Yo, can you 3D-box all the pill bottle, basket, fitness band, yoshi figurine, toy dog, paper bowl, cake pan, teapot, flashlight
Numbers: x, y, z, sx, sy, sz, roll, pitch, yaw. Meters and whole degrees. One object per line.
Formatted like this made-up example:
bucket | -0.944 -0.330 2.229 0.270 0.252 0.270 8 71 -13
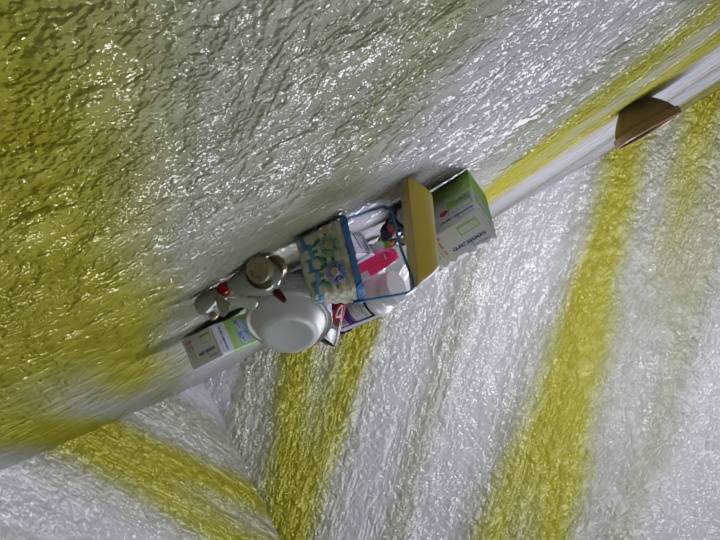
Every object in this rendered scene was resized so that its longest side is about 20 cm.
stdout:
pill bottle | 0.013 0.072 1.690 0.199 0.112 0.111 -24 178 34
basket | -0.011 -0.017 1.286 0.199 0.177 0.139 -16 169 -10
fitness band | 0.000 0.000 1.642 0.199 0.038 0.144 -30 -174 -14
yoshi figurine | 0.026 -0.015 1.824 0.111 0.113 0.200 11 -142 12
toy dog | -0.213 0.047 1.280 0.200 0.097 0.132 -32 173 39
paper bowl | -0.164 0.111 1.556 0.199 0.105 0.201 -3 136 -3
cake pan | -0.145 0.135 1.756 0.037 0.200 0.200 -61 -178 -12
teapot | 0.117 -0.020 2.176 0.198 0.146 0.200 -52 147 -7
flashlight | 0.082 -0.104 1.562 0.067 0.068 0.200 0 170 -10

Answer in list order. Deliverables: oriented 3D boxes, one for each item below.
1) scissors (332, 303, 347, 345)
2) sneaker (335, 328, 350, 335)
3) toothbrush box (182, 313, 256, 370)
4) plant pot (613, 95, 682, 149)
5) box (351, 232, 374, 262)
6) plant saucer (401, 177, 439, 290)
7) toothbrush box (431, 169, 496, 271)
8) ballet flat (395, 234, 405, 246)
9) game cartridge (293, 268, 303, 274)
scissors | -0.045 0.117 1.656 0.200 0.014 0.073 89 26 -59
sneaker | -0.067 0.130 1.869 0.071 0.099 0.200 -42 -174 -9
toothbrush box | -0.348 0.179 1.813 0.145 0.086 0.200 -27 176 41
plant pot | 0.823 -0.445 1.986 0.200 0.093 0.201 -29 175 -3
box | -0.048 -0.036 1.556 0.116 0.060 0.200 -29 175 13
plant saucer | 0.117 -0.066 1.328 0.048 0.201 0.200 -5 175 0
toothbrush box | 0.205 -0.113 1.488 0.145 0.086 0.200 -31 -152 21
ballet flat | 0.133 -0.111 1.744 0.074 0.075 0.200 -26 174 -18
game cartridge | -0.179 0.041 1.765 0.133 0.042 0.200 -21 172 -26
